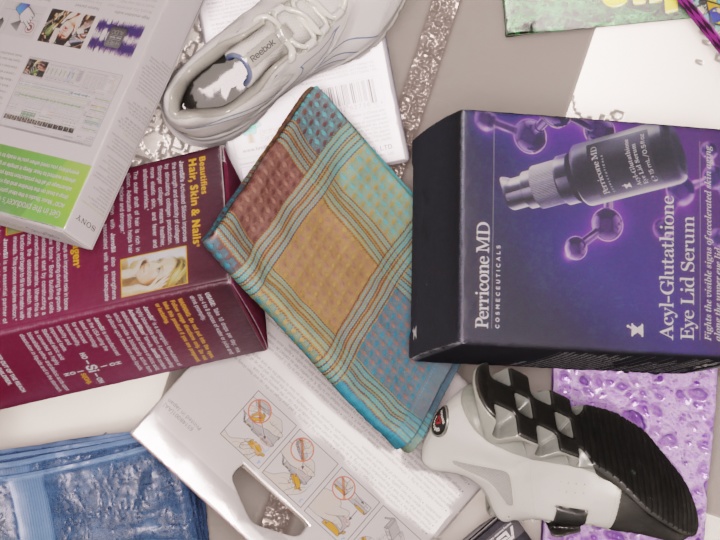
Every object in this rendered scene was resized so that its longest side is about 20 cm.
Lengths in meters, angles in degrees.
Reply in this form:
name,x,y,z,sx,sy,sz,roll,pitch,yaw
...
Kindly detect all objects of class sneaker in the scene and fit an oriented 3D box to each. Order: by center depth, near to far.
name,x,y,z,sx,sy,sz,roll,pitch,yaw
sneaker,-0.044,-0.146,1.340,0.200,0.087,0.075,-41,92,5
sneaker,0.127,0.132,1.375,0.199,0.074,0.089,29,125,-22

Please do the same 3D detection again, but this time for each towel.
name,x,y,z,sx,sy,sz,roll,pitch,yaw
towel,0.000,0.000,1.348,0.200,0.022,0.147,48,53,-23
towel,-0.203,0.171,1.429,0.199,0.049,0.112,-9,92,2

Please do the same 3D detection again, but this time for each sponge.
name,x,y,z,sx,sy,sz,roll,pitch,yaw
sponge,0.177,0.159,1.428,0.111,0.030,0.201,3,95,2

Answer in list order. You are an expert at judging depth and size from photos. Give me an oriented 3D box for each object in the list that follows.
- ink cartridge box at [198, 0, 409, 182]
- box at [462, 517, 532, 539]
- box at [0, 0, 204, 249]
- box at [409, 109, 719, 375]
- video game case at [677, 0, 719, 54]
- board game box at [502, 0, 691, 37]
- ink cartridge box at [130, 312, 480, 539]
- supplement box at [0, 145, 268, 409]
name,x,y,z,sx,sy,sz,roll,pitch,yaw
ink cartridge box,-0.044,-0.158,1.401,0.119,0.042,0.201,-11,98,4
box,0.067,0.274,1.354,0.200,0.049,0.161,-36,86,-30
box,-0.189,-0.120,1.347,0.144,0.036,0.201,15,74,36
box,0.137,-0.014,1.338,0.199,0.104,0.149,2,82,-16
video game case,0.318,-0.178,1.373,0.181,0.036,0.200,-41,98,-2
board game box,0.189,-0.215,1.398,0.199,0.023,0.105,-6,97,2
ink cartridge box,-0.023,0.108,1.402,0.200,0.045,0.176,43,80,-2
supplement box,-0.167,0.007,1.365,0.199,0.086,0.111,-12,54,8
